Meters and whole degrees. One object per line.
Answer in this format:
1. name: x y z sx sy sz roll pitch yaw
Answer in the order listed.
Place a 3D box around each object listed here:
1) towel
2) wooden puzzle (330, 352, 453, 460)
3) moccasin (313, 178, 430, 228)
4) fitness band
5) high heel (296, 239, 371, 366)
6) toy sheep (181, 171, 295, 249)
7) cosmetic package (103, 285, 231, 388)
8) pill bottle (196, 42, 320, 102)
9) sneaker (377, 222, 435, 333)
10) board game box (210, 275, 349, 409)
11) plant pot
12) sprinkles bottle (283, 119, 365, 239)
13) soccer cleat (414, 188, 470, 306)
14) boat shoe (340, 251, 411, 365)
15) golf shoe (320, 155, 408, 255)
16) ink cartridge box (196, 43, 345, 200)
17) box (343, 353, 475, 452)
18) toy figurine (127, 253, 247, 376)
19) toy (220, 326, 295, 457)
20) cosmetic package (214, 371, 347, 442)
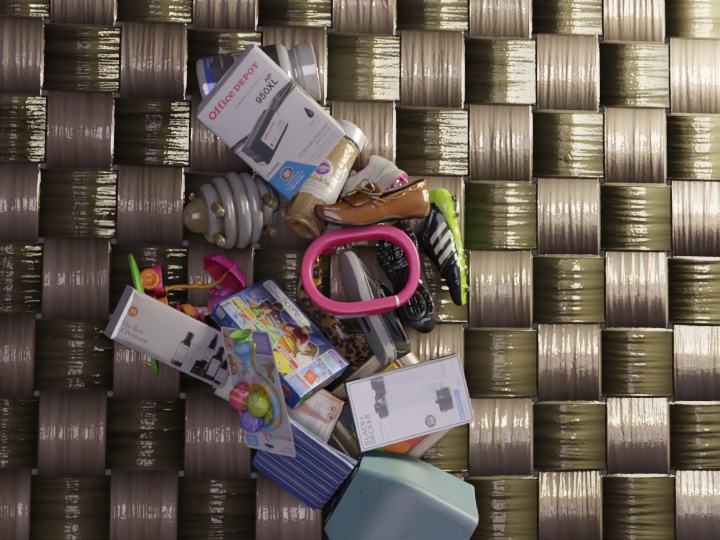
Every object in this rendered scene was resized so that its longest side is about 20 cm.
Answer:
1. towel: -0.094 0.310 1.462 0.143 0.201 0.024 34 51 2
2. wooden puzzle: 0.047 0.245 1.542 0.199 0.037 0.186 -40 90 -5
3. moccasin: 0.020 -0.113 1.465 0.196 0.074 0.080 -8 104 -13
4. fitness band: 0.000 0.000 1.473 0.195 0.037 0.147 -8 75 -5
5. high heel: -0.039 0.057 1.528 0.139 0.071 0.205 8 99 0
6. toy sheep: -0.199 -0.099 1.500 0.196 0.137 0.142 -7 87 -23
7. cosmetic package: -0.287 0.104 1.403 0.198 0.050 0.084 29 81 -28
8. pill bottle: -0.169 -0.315 1.522 0.195 0.114 0.117 -12 87 -5
9. sneaker: 0.080 0.017 1.542 0.074 0.091 0.204 -16 66 10
10. board game box: -0.127 0.110 1.444 0.200 0.135 0.035 47 128 13
11. plant pot: 0.053 0.401 1.449 0.197 0.196 0.198 31 95 3
12. sprinkles bottle: -0.059 -0.153 1.518 0.067 0.068 0.203 25 69 -2
13. soccer cleat: 0.140 -0.037 1.558 0.079 0.067 0.205 -11 86 13
14. boat shoe: 0.025 0.058 1.537 0.063 0.071 0.204 -19 80 -23
15. golf shoe: -0.010 -0.112 1.552 0.200 0.075 0.092 -43 67 -3
16. ink cartridge box: -0.144 -0.237 1.445 0.199 0.084 0.145 40 97 -18
17. box: 0.079 0.217 1.496 0.195 0.060 0.120 -12 86 -5
18. toy figurine: -0.270 0.053 1.486 0.180 0.150 0.205 -13 78 -13
19. toy: -0.169 0.190 1.383 0.047 0.113 0.205 -20 107 -45
20. cosmetic package: -0.128 0.209 1.487 0.197 0.103 0.089 27 87 5
